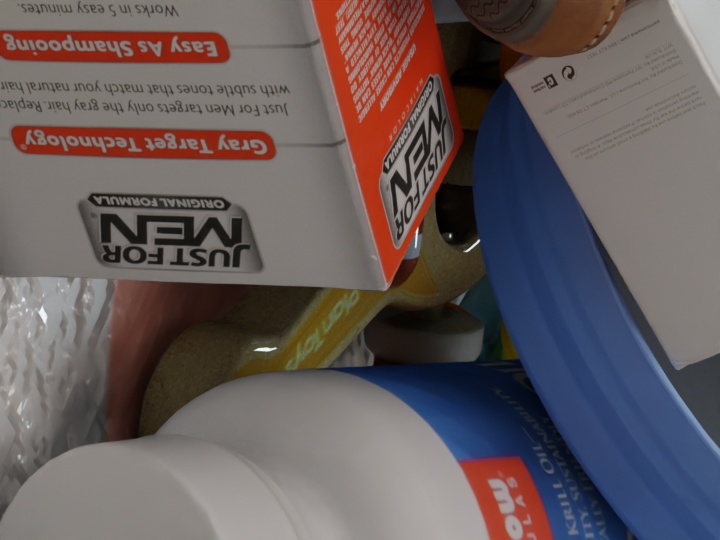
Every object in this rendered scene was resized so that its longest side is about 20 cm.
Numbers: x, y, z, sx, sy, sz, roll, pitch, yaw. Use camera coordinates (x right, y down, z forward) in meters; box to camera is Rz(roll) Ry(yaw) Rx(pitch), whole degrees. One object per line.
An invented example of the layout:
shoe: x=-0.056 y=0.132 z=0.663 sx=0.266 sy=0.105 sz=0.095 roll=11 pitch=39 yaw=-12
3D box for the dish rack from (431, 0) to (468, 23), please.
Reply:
dish rack: x=0.016 y=-0.164 z=0.727 sx=0.171 sy=0.043 sz=0.201 roll=-9 pitch=90 yaw=-46

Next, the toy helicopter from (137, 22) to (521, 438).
toy helicopter: x=0.000 y=0.000 z=0.800 sx=0.200 sy=0.079 sz=0.133 roll=-49 pitch=146 yaw=-40

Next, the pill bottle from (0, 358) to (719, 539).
pill bottle: x=0.008 y=0.079 z=0.705 sx=0.200 sy=0.112 sz=0.113 roll=-2 pitch=94 yaw=-51

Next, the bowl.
bowl: x=0.107 y=0.015 z=0.747 sx=0.200 sy=0.039 sz=0.201 roll=33 pitch=36 yaw=-28

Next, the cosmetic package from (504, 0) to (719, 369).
cosmetic package: x=0.105 y=-0.056 z=0.722 sx=0.083 sy=0.051 sz=0.200 roll=58 pitch=31 yaw=-8

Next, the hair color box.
hair color box: x=-0.051 y=-0.092 z=0.610 sx=0.061 sy=0.101 sz=0.200 roll=-62 pitch=147 yaw=-47

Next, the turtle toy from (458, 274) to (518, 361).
turtle toy: x=0.082 y=0.069 z=0.921 sx=0.145 sy=0.101 sz=0.201 roll=-2 pitch=102 yaw=-36

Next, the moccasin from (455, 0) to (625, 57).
moccasin: x=0.054 y=-0.133 z=0.658 sx=0.074 sy=0.078 sz=0.202 roll=128 pitch=-27 yaw=-46
